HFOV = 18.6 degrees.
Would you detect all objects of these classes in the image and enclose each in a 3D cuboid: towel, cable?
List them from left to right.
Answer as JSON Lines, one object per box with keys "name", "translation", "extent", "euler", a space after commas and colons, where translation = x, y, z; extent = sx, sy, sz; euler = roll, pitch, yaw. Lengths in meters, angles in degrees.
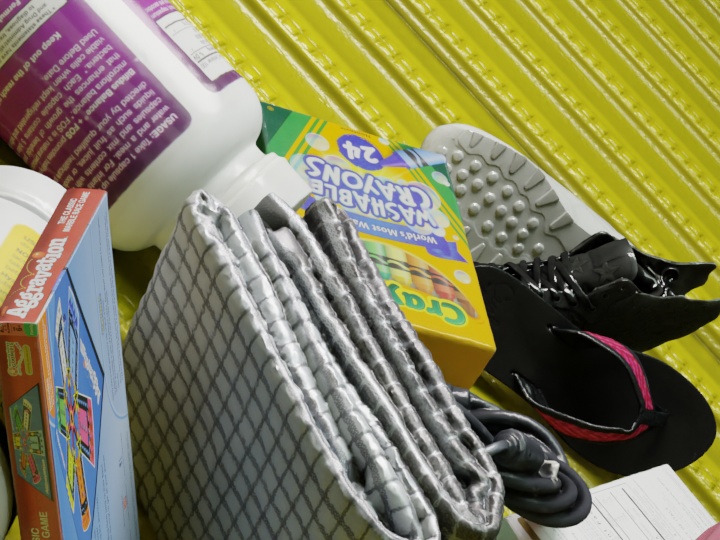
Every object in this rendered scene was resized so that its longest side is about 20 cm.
{"name": "towel", "translation": [-0.029, 0.084, 0.956], "extent": [0.085, 0.166, 0.201], "euler": [-10, 55, -33]}
{"name": "cable", "translation": [0.023, 0.062, 1.070], "extent": [0.199, 0.051, 0.163], "euler": [27, 5, 36]}

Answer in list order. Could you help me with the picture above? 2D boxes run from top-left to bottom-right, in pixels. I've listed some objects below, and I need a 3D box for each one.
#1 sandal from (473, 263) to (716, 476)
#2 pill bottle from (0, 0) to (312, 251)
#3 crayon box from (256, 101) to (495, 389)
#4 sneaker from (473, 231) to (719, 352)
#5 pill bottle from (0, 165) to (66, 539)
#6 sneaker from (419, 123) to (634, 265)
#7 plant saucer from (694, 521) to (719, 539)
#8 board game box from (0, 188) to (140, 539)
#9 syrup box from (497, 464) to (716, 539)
{"name": "sandal", "translation": [0.131, 0.066, 1.311], "extent": [0.199, 0.075, 0.045], "euler": [32, 0, -18]}
{"name": "pill bottle", "translation": [-0.122, -0.082, 1.121], "extent": [0.200, 0.112, 0.112], "euler": [46, 27, 0]}
{"name": "crayon box", "translation": [0.000, 0.000, 1.218], "extent": [0.125, 0.052, 0.201], "euler": [15, 39, -23]}
{"name": "sneaker", "translation": [0.129, 0.010, 1.358], "extent": [0.199, 0.104, 0.060], "euler": [24, 34, -37]}
{"name": "pill bottle", "translation": [-0.169, 0.036, 0.891], "extent": [0.111, 0.111, 0.200], "euler": [40, 28, -12]}
{"name": "sneaker", "translation": [0.111, -0.032, 1.443], "extent": [0.200, 0.076, 0.081], "euler": [39, 16, -24]}
{"name": "plant saucer", "translation": [0.177, 0.218, 1.106], "extent": [0.200, 0.050, 0.203], "euler": [-14, 106, -56]}
{"name": "board game box", "translation": [-0.111, 0.081, 0.859], "extent": [0.019, 0.202, 0.103], "euler": [2, 29, 7]}
{"name": "syrup box", "translation": [0.120, 0.168, 1.155], "extent": [0.082, 0.079, 0.199], "euler": [51, 27, 18]}
